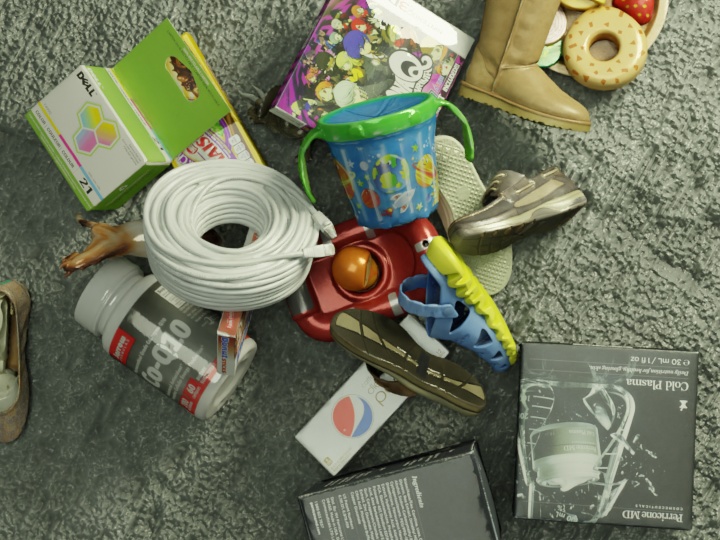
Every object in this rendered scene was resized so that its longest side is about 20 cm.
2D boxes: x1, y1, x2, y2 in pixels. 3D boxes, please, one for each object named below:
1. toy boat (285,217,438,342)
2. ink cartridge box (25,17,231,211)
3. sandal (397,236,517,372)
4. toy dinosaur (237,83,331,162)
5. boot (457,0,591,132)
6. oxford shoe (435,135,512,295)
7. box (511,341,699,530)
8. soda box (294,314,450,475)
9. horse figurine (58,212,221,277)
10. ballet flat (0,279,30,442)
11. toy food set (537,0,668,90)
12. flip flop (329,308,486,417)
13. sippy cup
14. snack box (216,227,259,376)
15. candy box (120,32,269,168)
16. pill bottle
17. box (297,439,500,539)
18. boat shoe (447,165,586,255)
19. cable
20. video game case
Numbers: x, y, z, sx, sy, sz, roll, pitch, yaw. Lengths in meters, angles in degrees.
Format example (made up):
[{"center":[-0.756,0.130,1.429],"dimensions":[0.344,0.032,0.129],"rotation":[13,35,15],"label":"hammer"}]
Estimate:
[{"center":[0.000,0.000,1.581],"dimensions":[0.199,0.131,0.131],"rotation":[-21,84,5],"label":"toy boat"},{"center":[-0.280,-0.189,1.633],"dimensions":[0.200,0.076,0.148],"rotation":[-37,83,19],"label":"ink cartridge box"},{"center":[0.110,0.050,1.559],"dimensions":[0.087,0.080,0.200],"rotation":[-35,121,8],"label":"sandal"},{"center":[-0.047,-0.188,1.628],"dimensions":[0.199,0.077,0.103],"rotation":[-11,98,10],"label":"toy dinosaur"},{"center":[0.211,-0.275,1.565],"dimensions":[0.174,0.066,0.201],"rotation":[21,104,17],"label":"boot"},{"center":[0.125,-0.067,1.612],"dimensions":[0.075,0.058,0.201],"rotation":[-25,99,-7],"label":"oxford shoe"},{"center":[0.275,0.184,1.542],"dimensions":[0.199,0.124,0.198],"rotation":[2,88,7],"label":"box"},{"center":[0.016,0.146,1.604],"dimensions":[0.068,0.064,0.200],"rotation":[43,91,7],"label":"soda box"},{"center":[-0.259,-0.040,1.608],"dimensions":[0.199,0.133,0.050],"rotation":[-3,109,-14],"label":"horse figurine"},{"center":[-0.443,0.111,1.658],"dimensions":[0.068,0.067,0.201],"rotation":[-1,86,7],"label":"ballet flat"},{"center":[0.266,-0.325,1.614],"dimensions":[0.197,0.049,0.201],"rotation":[25,90,8],"label":"toy food set"},{"center":[0.049,0.113,1.540],"dimensions":[0.199,0.081,0.058],"rotation":[30,125,-4],"label":"flip flop"},{"center":[0.030,-0.120,1.525],"dimensions":[0.177,0.140,0.131],"rotation":[-5,109,29],"label":"sippy cup"},{"center":[-0.133,0.021,1.570],"dimensions":[0.024,0.072,0.201],"rotation":[11,48,2],"label":"snack box"},{"center":[-0.204,-0.182,1.671],"dimensions":[0.102,0.026,0.201],"rotation":[-32,83,7],"label":"candy box"},{"center":[-0.233,0.077,1.612],"dimensions":[0.199,0.114,0.114],"rotation":[34,90,8],"label":"pill bottle"},{"center":[0.050,0.274,1.523],"dimensions":[0.199,0.197,0.118],"rotation":[-16,85,5],"label":"box"},{"center":[0.171,-0.073,1.563],"dimensions":[0.199,0.075,0.074],"rotation":[-17,70,-38],"label":"boat shoe"},{"center":[-0.146,-0.043,1.532],"dimensions":[0.199,0.069,0.200],"rotation":[-19,52,-21],"label":"cable"},{"center":[0.016,-0.231,1.600],"dimensions":[0.181,0.036,0.201],"rotation":[30,81,-15],"label":"video game case"}]
